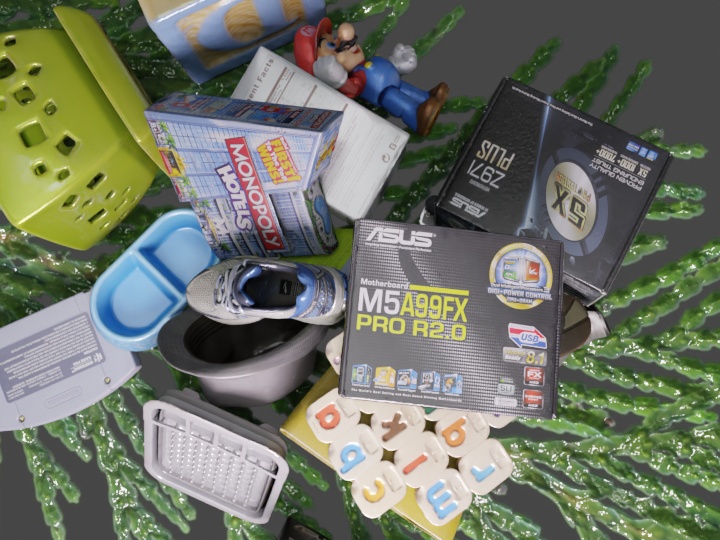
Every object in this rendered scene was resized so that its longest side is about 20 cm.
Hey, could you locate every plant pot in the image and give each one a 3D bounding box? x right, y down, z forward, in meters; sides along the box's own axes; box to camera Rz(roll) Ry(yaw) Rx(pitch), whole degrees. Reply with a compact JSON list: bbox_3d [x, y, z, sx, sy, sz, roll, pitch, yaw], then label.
[{"bbox_3d":[-0.325,-0.162,0.734,0.180,0.199,0.202,-33,88,-6],"label":"plant pot"},{"bbox_3d":[0.037,0.160,0.726,0.198,0.200,0.178,33,74,1],"label":"plant pot"}]

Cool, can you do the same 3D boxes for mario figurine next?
[{"bbox_3d":[0.013,-0.246,0.767,0.197,0.123,0.107,26,94,1],"label":"mario figurine"}]

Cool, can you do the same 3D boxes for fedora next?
[{"bbox_3d":[-0.127,0.096,0.748,0.198,0.176,0.092,-24,123,-30],"label":"fedora"}]

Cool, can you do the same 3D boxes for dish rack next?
[{"bbox_3d":[-0.165,0.212,0.741,0.169,0.202,0.044,23,46,1],"label":"dish rack"}]

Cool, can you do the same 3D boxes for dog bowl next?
[{"bbox_3d":[-0.243,0.007,0.778,0.111,0.050,0.200,43,79,-4],"label":"dog bowl"}]

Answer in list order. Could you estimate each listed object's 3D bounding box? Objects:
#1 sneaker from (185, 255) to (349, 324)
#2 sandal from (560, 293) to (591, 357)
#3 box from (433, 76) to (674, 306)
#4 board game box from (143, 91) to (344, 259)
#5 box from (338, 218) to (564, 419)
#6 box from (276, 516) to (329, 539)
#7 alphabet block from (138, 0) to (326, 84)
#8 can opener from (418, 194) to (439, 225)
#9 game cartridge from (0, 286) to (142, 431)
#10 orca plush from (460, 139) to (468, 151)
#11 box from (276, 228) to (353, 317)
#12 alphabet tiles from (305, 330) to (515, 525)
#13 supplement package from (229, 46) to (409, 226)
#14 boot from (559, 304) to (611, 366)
[{"bbox_3d":[-0.112,0.015,0.665,0.197,0.085,0.079,-3,80,27],"label":"sneaker"},{"bbox_3d":[0.138,0.073,0.663,0.197,0.055,0.083,-17,81,-8],"label":"sandal"},{"bbox_3d":[0.202,-0.085,0.699,0.198,0.086,0.166,29,84,12],"label":"box"},{"bbox_3d":[-0.101,-0.096,0.681,0.196,0.062,0.203,-1,122,26],"label":"board game box"},{"bbox_3d":[0.083,0.045,0.595,0.196,0.044,0.164,7,82,-3],"label":"box"},{"bbox_3d":[-0.016,0.374,0.728,0.198,0.160,0.045,29,90,2],"label":"box"},{"bbox_3d":[-0.166,-0.372,0.737,0.194,0.195,0.203,-24,87,-2],"label":"alphabet block"},{"bbox_3d":[0.159,-0.024,0.784,0.198,0.067,0.054,34,90,2],"label":"can opener"},{"bbox_3d":[-0.381,0.115,0.803,0.197,0.042,0.135,-23,92,0],"label":"game cartridge"},{"bbox_3d":[0.208,-0.095,0.783,0.105,0.071,0.201,-36,88,-1],"label":"orca plush"},{"bbox_3d":[0.000,0.000,0.724,0.197,0.122,0.048,3,124,26],"label":"box"},{"bbox_3d":[0.056,0.132,0.617,0.194,0.015,0.202,-33,84,-8],"label":"alphabet tiles"},{"bbox_3d":[-0.055,-0.150,0.765,0.198,0.117,0.119,31,90,2],"label":"supplement package"},{"bbox_3d":[0.189,0.034,0.761,0.199,0.068,0.131,41,114,-6],"label":"boot"}]
